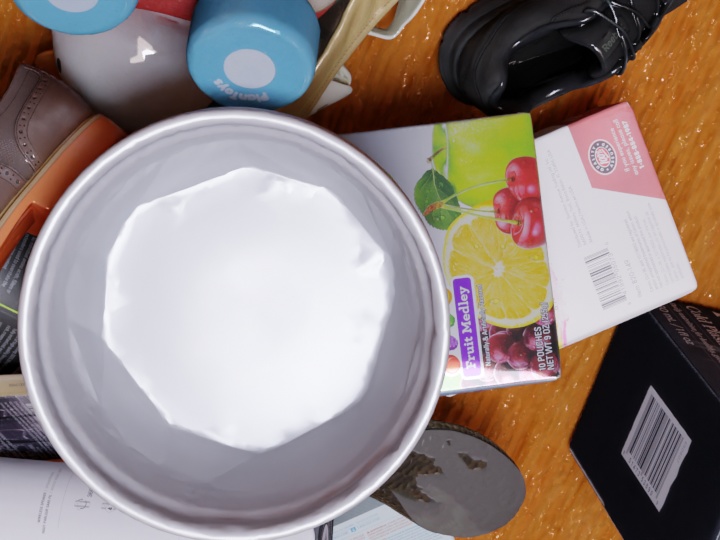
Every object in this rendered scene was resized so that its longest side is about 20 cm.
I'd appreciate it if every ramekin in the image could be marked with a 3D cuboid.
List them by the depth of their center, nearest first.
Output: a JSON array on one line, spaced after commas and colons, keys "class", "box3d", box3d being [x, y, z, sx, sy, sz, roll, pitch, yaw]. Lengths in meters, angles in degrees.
[{"class": "ramekin", "box3d": [-0.059, 0.022, 0.836, 0.198, 0.105, 0.202, 0, 95, -1]}]

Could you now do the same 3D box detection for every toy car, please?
[{"class": "toy car", "box3d": [-0.118, -0.140, 0.878, 0.176, 0.185, 0.200, 22, 137, -21]}]

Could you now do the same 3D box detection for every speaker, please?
[{"class": "speaker", "box3d": [-0.118, 0.149, 0.953, 0.198, 0.081, 0.082, 3, 116, 5]}]

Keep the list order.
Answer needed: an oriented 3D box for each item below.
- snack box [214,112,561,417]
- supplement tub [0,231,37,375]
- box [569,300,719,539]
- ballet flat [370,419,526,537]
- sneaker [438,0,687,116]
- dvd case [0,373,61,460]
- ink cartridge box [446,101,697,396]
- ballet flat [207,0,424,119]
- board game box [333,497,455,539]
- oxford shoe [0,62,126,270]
[{"class": "snack box", "box3d": [0.000, 0.000, 0.920, 0.198, 0.053, 0.143, -6, 86, 0]}, {"class": "supplement tub", "box3d": [-0.206, -0.012, 0.918, 0.199, 0.123, 0.123, 29, 106, -23]}, {"class": "box", "box3d": [0.260, 0.123, 1.045, 0.195, 0.200, 0.125, 13, 111, -19]}, {"class": "ballet flat", "box3d": [0.009, 0.106, 1.003, 0.199, 0.046, 0.068, 17, 101, -26]}, {"class": "sneaker", "box3d": [0.139, -0.146, 0.952, 0.200, 0.091, 0.076, -38, 115, 5]}, {"class": "dvd case", "box3d": [-0.250, 0.084, 0.938, 0.198, 0.149, 0.016, -4, 72, 1]}, {"class": "ink cartridge box", "box3d": [0.076, -0.006, 0.992, 0.199, 0.067, 0.117, -22, 95, -6]}, {"class": "ballet flat", "box3d": [-0.012, -0.129, 0.941, 0.063, 0.069, 0.200, 31, 106, -38]}, {"class": "board game box", "box3d": [-0.040, 0.118, 1.052, 0.147, 0.064, 0.201, -23, 119, -3]}, {"class": "oxford shoe", "box3d": [-0.202, -0.018, 0.823, 0.073, 0.071, 0.200, 42, 62, -1]}]
